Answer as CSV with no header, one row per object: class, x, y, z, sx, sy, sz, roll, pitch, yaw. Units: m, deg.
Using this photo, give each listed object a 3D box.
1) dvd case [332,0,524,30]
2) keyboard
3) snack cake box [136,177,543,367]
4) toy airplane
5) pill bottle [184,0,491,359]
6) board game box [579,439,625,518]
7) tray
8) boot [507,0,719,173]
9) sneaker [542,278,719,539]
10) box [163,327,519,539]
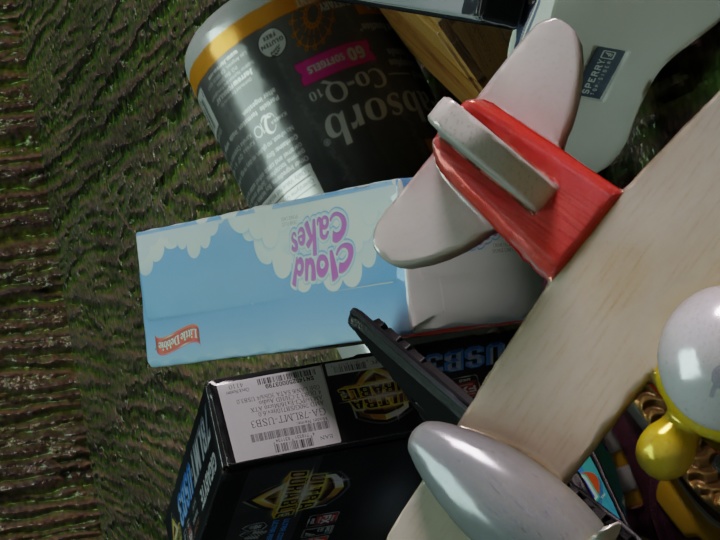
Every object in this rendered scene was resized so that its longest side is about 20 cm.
dvd case,0.035,-0.186,1.071,0.200,0.025,0.152,23,100,66
keyboard,0.073,0.075,0.953,0.104,0.040,0.200,53,173,-37
snack cake box,0.000,0.000,1.120,0.199,0.114,0.068,-9,85,50
toy airplane,0.099,0.009,0.790,0.141,0.197,0.202,-121,26,-80
pill bottle,-0.004,-0.051,1.290,0.201,0.116,0.116,63,161,15
board game box,0.098,0.185,1.069,0.153,0.045,0.200,-55,33,20
tray,0.042,-0.119,1.176,0.099,0.037,0.200,53,-179,-28
boot,0.101,-0.125,0.974,0.200,0.072,0.091,124,155,-55
sneaker,0.121,0.064,0.991,0.201,0.074,0.091,-113,20,-50
box,0.014,0.092,1.177,0.200,0.197,0.050,112,148,-63
